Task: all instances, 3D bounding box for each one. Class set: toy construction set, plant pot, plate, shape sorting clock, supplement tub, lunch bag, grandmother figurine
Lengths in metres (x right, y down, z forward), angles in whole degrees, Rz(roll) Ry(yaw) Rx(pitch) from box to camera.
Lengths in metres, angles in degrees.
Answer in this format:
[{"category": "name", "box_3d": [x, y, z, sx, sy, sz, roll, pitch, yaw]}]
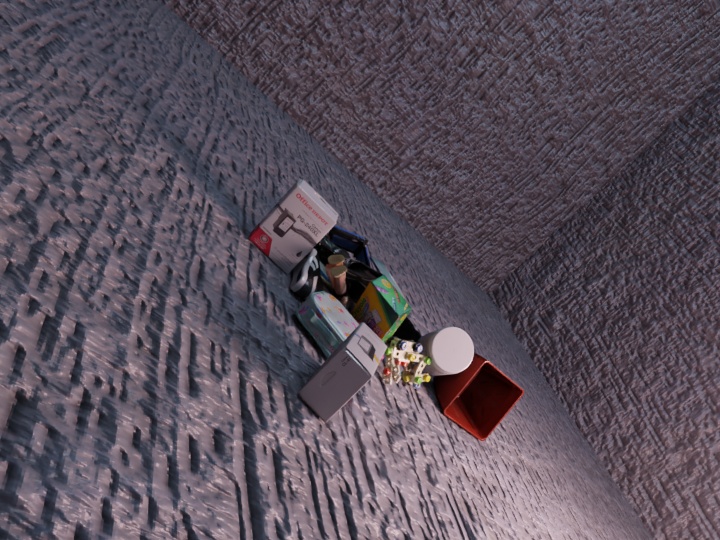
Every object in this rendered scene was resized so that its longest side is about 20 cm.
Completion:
[{"category": "toy construction set", "box_3d": [0.118, 0.255, 1.727, 0.091, 0.133, 0.199, 17, 1, 36]}, {"category": "plant pot", "box_3d": [0.338, 0.356, 1.942, 0.199, 0.201, 0.176, 38, 4, -28]}, {"category": "plate", "box_3d": [0.089, 0.037, 1.908, 0.202, 0.025, 0.200, 58, -1, 2]}, {"category": "shape sorting clock", "box_3d": [-0.113, 0.005, 1.860, 0.200, 0.039, 0.200, 44, 10, -9]}, {"category": "supplement tub", "box_3d": [0.239, 0.237, 1.847, 0.132, 0.132, 0.200, 46, -16, 1]}, {"category": "lunch bag", "box_3d": [-0.068, 0.143, 1.538, 0.200, 0.077, 0.160, 49, 15, 10]}, {"category": "grandmother figurine", "box_3d": [-0.059, 0.044, 1.703, 0.202, 0.059, 0.123, 88, -1, -50]}]

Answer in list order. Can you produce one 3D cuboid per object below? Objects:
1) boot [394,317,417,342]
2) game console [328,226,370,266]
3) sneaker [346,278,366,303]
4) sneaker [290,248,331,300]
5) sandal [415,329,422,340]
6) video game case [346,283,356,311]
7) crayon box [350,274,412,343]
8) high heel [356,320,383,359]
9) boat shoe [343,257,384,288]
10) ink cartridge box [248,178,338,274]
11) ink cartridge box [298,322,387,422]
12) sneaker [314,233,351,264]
[{"category": "boot", "box_3d": [0.096, 0.136, 1.959, 0.200, 0.073, 0.163, 59, -2, -18]}, {"category": "game console", "box_3d": [-0.037, -0.036, 1.956, 0.168, 0.120, 0.200, 21, -12, -5]}, {"category": "sneaker", "box_3d": [0.012, 0.072, 1.835, 0.109, 0.067, 0.202, 56, 2, -23]}, {"category": "sneaker", "box_3d": [-0.124, 0.030, 1.703, 0.112, 0.073, 0.201, 45, 25, -18]}, {"category": "sandal", "box_3d": [0.137, 0.201, 2.029, 0.047, 0.076, 0.201, 5, 28, -30]}, {"category": "video game case", "box_3d": [0.018, 0.117, 1.974, 0.181, 0.024, 0.201, 35, 19, -38]}, {"category": "crayon box", "box_3d": [0.043, 0.121, 1.680, 0.058, 0.201, 0.119, -25, 67, -39]}, {"category": "high heel", "box_3d": [-0.018, 0.157, 1.644, 0.200, 0.067, 0.096, 49, 4, 32]}, {"category": "boat shoe", "box_3d": [0.000, 0.000, 1.753, 0.066, 0.058, 0.199, -29, 46, -34]}, {"category": "ink cartridge box", "box_3d": [-0.175, -0.118, 1.684, 0.145, 0.200, 0.084, 42, 14, -11]}, {"category": "ink cartridge box", "box_3d": [-0.032, 0.206, 1.322, 0.086, 0.148, 0.200, 44, 15, 0]}, {"category": "sneaker", "box_3d": [-0.104, -0.056, 1.875, 0.079, 0.076, 0.200, 8, 29, -52]}]
